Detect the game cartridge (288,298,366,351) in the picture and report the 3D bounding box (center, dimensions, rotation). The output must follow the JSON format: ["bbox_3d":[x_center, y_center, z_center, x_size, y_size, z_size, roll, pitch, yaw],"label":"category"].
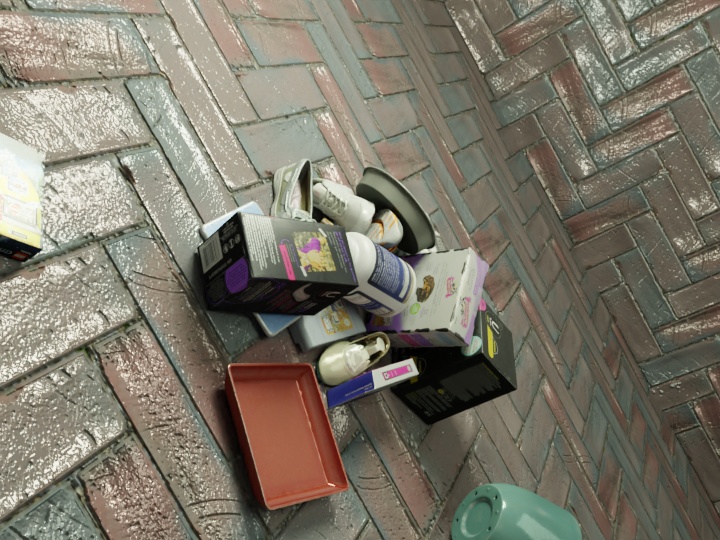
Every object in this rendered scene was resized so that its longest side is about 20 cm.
[{"bbox_3d":[-0.067,0.062,1.371,0.200,0.042,0.133,-10,78,-63],"label":"game cartridge"}]

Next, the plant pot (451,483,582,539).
[{"bbox_3d":[0.258,0.470,1.408,0.161,0.201,0.201,37,34,-18],"label":"plant pot"}]

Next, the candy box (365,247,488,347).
[{"bbox_3d":[0.122,0.054,1.478,0.072,0.200,0.168,39,59,-38],"label":"candy box"}]

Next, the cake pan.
[{"bbox_3d":[0.062,-0.108,1.521,0.200,0.037,0.200,45,-15,15],"label":"cake pan"}]

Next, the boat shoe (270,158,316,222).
[{"bbox_3d":[-0.112,-0.113,1.417,0.074,0.065,0.202,38,35,-40],"label":"boat shoe"}]

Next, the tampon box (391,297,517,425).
[{"bbox_3d":[0.176,0.171,1.519,0.126,0.200,0.150,46,30,-30],"label":"tampon box"}]

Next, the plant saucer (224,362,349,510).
[{"bbox_3d":[-0.110,0.231,1.132,0.200,0.037,0.200,10,56,-58],"label":"plant saucer"}]

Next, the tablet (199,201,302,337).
[{"bbox_3d":[-0.156,-0.005,1.254,0.130,0.014,0.200,-35,94,-48],"label":"tablet"}]

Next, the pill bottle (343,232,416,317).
[{"bbox_3d":[0.000,0.000,1.385,0.200,0.111,0.111,31,40,-47],"label":"pill bottle"}]

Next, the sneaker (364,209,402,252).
[{"bbox_3d":[0.041,-0.062,1.496,0.077,0.078,0.200,42,-7,-16],"label":"sneaker"}]

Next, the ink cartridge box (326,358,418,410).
[{"bbox_3d":[0.013,0.190,1.326,0.200,0.095,0.037,-8,72,-62],"label":"ink cartridge box"}]

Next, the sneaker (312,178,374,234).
[{"bbox_3d":[-0.047,-0.121,1.494,0.099,0.078,0.200,24,7,-31],"label":"sneaker"}]

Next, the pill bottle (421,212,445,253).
[{"bbox_3d":[0.131,-0.017,1.713,0.114,0.114,0.200,11,56,-58],"label":"pill bottle"}]

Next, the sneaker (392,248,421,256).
[{"bbox_3d":[0.085,-0.032,1.636,0.200,0.081,0.074,65,24,5],"label":"sneaker"}]

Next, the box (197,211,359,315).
[{"bbox_3d":[-0.121,-0.005,1.186,0.200,0.122,0.106,7,61,-43],"label":"box"}]

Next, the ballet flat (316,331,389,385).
[{"bbox_3d":[-0.004,0.144,1.369,0.069,0.069,0.200,64,26,3],"label":"ballet flat"}]

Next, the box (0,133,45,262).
[{"bbox_3d":[-0.435,-0.103,0.854,0.200,0.038,0.137,28,42,-49],"label":"box"}]

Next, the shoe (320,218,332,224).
[{"bbox_3d":[-0.025,-0.029,1.521,0.070,0.053,0.200,31,-7,46],"label":"shoe"}]
